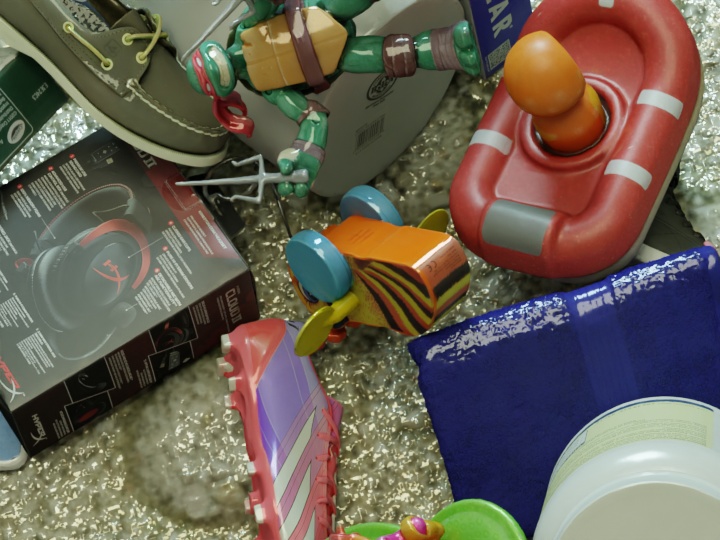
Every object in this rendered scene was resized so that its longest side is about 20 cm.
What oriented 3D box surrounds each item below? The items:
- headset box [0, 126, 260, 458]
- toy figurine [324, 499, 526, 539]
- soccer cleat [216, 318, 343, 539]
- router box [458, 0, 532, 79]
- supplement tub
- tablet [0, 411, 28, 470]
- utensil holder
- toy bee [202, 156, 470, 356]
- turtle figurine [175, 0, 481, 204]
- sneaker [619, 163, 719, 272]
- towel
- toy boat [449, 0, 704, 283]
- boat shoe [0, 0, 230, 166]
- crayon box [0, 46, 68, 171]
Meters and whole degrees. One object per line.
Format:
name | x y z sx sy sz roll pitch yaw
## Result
headset box | -0.170 0.002 1.687 0.199 0.075 0.149 -32 65 -12
toy figurine | -0.028 0.196 1.438 0.200 0.184 0.151 -40 60 25
soccer cleat | -0.038 0.120 1.622 0.076 0.067 0.201 -8 62 -12
router box | 0.034 -0.246 1.720 0.049 0.200 0.180 -38 63 -10
supplement tub | 0.170 0.157 1.466 0.144 0.200 0.146 1 98 8
tablet | -0.274 0.040 1.730 0.129 0.014 0.201 -2 63 8
utensil holder | -0.054 -0.169 1.715 0.200 0.170 0.170 37 74 23
toy bee | 0.000 0.000 1.616 0.130 0.109 0.200 -27 36 -10
turtle figurine | -0.035 -0.134 1.561 0.199 0.150 0.101 -20 27 5
sneaker | 0.194 -0.039 1.658 0.199 0.071 0.099 29 76 26
towel | 0.140 0.078 1.585 0.199 0.050 0.149 -17 104 -2
toy boat | 0.127 -0.101 1.602 0.130 0.131 0.201 13 66 29
boat shoe | -0.160 -0.143 1.652 0.201 0.060 0.072 37 34 5
crayon box | -0.292 -0.087 1.731 0.126 0.052 0.199 -50 27 -22
